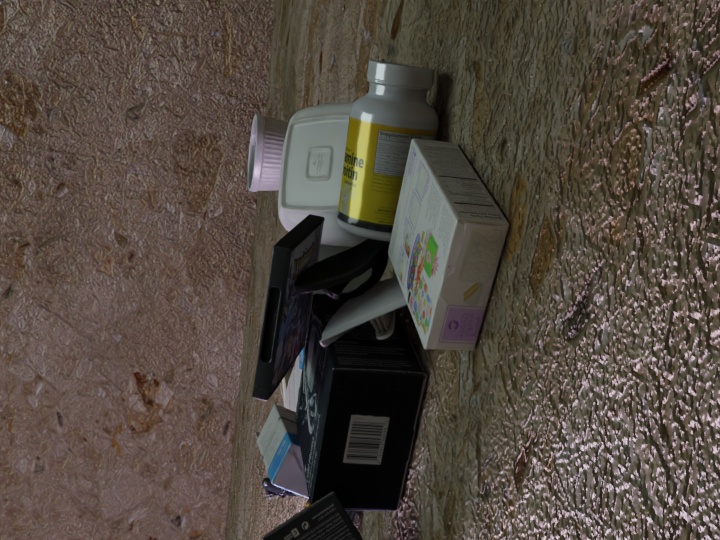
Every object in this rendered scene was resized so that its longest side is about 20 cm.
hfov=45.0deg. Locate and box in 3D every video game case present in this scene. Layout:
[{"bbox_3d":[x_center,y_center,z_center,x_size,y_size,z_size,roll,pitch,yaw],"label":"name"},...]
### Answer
[{"bbox_3d":[-0.087,0.038,1.080,0.200,0.025,0.185,-58,-21,-74],"label":"video game case"}]

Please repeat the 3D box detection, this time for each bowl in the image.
[{"bbox_3d":[-0.038,-0.140,1.212,0.196,0.074,0.205,4,86,37],"label":"bowl"}]

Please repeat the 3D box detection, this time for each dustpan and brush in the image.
[{"bbox_3d":[0.030,0.044,1.068,0.058,0.137,0.201,63,-166,-17],"label":"dustpan and brush"}]

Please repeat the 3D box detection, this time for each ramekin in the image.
[{"bbox_3d":[-0.240,-0.308,2.323,0.200,0.102,0.206,-175,90,-77],"label":"ramekin"}]

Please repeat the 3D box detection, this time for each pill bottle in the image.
[{"bbox_3d":[0.036,-0.145,1.054,0.112,0.109,0.205,-127,43,-71],"label":"pill bottle"}]

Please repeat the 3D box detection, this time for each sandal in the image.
[{"bbox_3d":[0.001,0.000,1.065,0.074,0.199,0.049,0,109,42],"label":"sandal"}]

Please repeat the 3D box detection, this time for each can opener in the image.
[{"bbox_3d":[-0.176,0.464,1.883,0.200,0.062,0.081,154,121,-75],"label":"can opener"}]

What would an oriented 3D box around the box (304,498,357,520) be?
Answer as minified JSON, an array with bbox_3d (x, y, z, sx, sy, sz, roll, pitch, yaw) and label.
[{"bbox_3d":[-0.053,0.384,1.341,0.137,0.039,0.204,-127,55,-71],"label":"box"}]

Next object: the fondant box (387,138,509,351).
[{"bbox_3d":[0.085,-0.032,0.921,0.201,0.057,0.147,-106,24,-59],"label":"fondant box"}]

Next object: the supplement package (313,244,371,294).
[{"bbox_3d":[-0.042,0.002,1.334,0.117,0.114,0.205,156,117,-73],"label":"supplement package"}]

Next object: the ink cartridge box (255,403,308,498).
[{"bbox_3d":[-0.085,0.265,1.292,0.068,0.114,0.200,-64,18,4],"label":"ink cartridge box"}]

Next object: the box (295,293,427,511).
[{"bbox_3d":[-0.008,0.166,1.126,0.197,0.121,0.204,-110,27,-65],"label":"box"}]

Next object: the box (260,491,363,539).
[{"bbox_3d":[-0.035,0.391,1.014,0.201,0.106,0.149,54,150,18],"label":"box"}]

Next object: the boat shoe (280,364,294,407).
[{"bbox_3d":[-0.132,0.217,1.749,0.068,0.073,0.205,140,133,-64],"label":"boat shoe"}]

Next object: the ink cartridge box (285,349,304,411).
[{"bbox_3d":[-0.089,0.227,1.571,0.201,0.066,0.117,113,158,-52],"label":"ink cartridge box"}]
